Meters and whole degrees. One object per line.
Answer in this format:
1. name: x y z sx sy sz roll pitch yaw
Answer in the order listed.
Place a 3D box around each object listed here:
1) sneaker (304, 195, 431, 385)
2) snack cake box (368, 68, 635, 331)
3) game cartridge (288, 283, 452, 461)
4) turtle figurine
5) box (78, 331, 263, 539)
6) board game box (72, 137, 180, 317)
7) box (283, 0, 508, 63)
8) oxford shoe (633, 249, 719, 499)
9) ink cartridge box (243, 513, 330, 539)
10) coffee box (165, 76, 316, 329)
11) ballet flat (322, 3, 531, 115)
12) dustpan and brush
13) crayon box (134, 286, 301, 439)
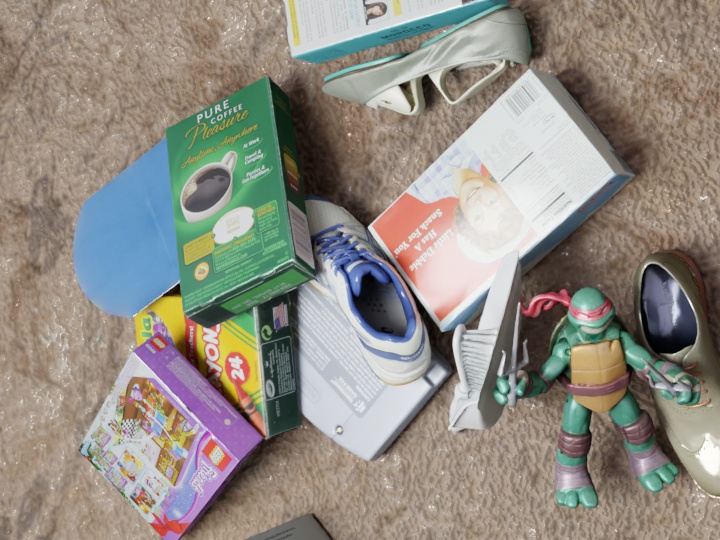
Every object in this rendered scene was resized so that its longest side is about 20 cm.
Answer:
1. sneaker: 0.000 0.000 1.045 0.075 0.088 0.201 -32 67 -13
2. snack cake box: 0.116 -0.057 1.023 0.200 0.067 0.115 -43 74 22
3. game cartridge: -0.023 0.069 1.118 0.200 0.040 0.134 47 107 19
4. turtle figurine: 0.181 0.086 0.919 0.148 0.101 0.202 -4 125 17
5. box: -0.183 0.163 1.141 0.137 0.039 0.200 45 137 6
6. board game box: -0.186 -0.041 1.171 0.199 0.039 0.159 -36 55 11
7. box: 0.027 -0.249 1.076 0.198 0.049 0.083 -10 86 28
8. oxford shoe: 0.251 0.084 0.948 0.070 0.074 0.202 -21 82 24
9. ink cartridge box: -0.060 0.350 1.081 0.146 0.144 0.200 -48 70 20
10. coffee box: -0.108 -0.063 1.081 0.122 0.044 0.202 -25 57 21
11. ballet flat: 0.056 -0.169 1.055 0.198 0.067 0.064 -17 91 28
12. dustpan and brush: 0.093 0.089 0.990 0.056 0.201 0.141 10 58 16
13. crayon box: -0.149 0.083 1.151 0.198 0.051 0.129 1 99 40
